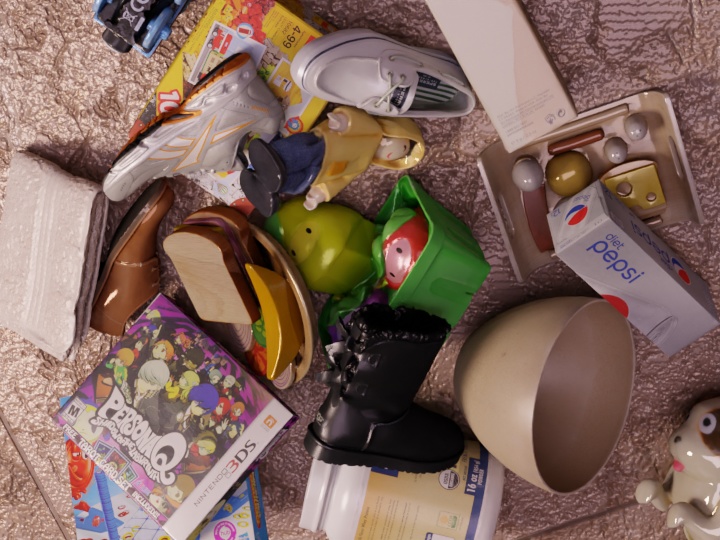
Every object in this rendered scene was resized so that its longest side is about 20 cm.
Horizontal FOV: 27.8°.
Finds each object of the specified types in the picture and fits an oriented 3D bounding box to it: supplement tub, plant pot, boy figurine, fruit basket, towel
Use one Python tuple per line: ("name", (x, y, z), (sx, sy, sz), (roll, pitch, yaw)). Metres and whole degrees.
("supplement tub", (0.043, 0.237, 1.556), (0.199, 0.144, 0.145), (13, 111, -1))
("plant pot", (0.175, 0.116, 1.494), (0.134, 0.200, 0.201), (12, 116, 37))
("boy figurine", (-0.023, -0.109, 1.426), (0.064, 0.199, 0.125), (50, 138, 28))
("fruit basket", (0.000, 0.000, 1.480), (0.215, 0.156, 0.216), (-5, 120, -10))
("towel", (-0.330, -0.015, 1.521), (0.132, 0.034, 0.201), (24, 113, 29))

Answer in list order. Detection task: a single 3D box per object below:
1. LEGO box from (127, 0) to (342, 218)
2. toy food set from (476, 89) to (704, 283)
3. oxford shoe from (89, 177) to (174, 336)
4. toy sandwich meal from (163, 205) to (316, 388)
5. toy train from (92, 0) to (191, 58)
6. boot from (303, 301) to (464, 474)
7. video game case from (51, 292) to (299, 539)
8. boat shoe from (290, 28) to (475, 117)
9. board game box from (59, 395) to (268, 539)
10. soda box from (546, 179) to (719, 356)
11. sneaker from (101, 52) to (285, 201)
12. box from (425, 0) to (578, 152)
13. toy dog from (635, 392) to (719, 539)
("LEGO box", (-0.114, -0.180, 1.448), (0.149, 0.077, 0.200), (33, 110, -8))
("toy food set", (0.232, -0.082, 1.465), (0.199, 0.060, 0.144), (-18, 108, 11))
("oxford shoe", (-0.234, -0.012, 1.530), (0.071, 0.071, 0.200), (26, 122, -11))
("toy sandwich meal", (-0.123, 0.032, 1.482), (0.070, 0.205, 0.206), (-26, 113, -32))
("toy train", (-0.180, -0.296, 1.389), (0.087, 0.114, 0.200), (34, 109, -5))
("boot", (0.044, 0.115, 1.440), (0.198, 0.073, 0.163), (6, 118, -31))
("video game case", (-0.196, 0.155, 1.530), (0.200, 0.036, 0.181), (42, 89, 14))
("boat shoe", (0.030, -0.182, 1.382), (0.199, 0.067, 0.074), (-5, 132, -36))
("board game box", (-0.213, 0.218, 1.571), (0.199, 0.056, 0.197), (-12, 80, 9))
("soda box", (0.274, 0.000, 1.454), (0.068, 0.064, 0.200), (-35, 125, 23))
("sneaker", (-0.159, -0.115, 1.397), (0.200, 0.076, 0.092), (-35, 108, 18))
("box", (0.129, -0.226, 1.403), (0.078, 0.095, 0.200), (-27, 107, 13))
("toy dog", (0.391, 0.231, 1.532), (0.193, 0.140, 0.201), (-19, 109, -3))
